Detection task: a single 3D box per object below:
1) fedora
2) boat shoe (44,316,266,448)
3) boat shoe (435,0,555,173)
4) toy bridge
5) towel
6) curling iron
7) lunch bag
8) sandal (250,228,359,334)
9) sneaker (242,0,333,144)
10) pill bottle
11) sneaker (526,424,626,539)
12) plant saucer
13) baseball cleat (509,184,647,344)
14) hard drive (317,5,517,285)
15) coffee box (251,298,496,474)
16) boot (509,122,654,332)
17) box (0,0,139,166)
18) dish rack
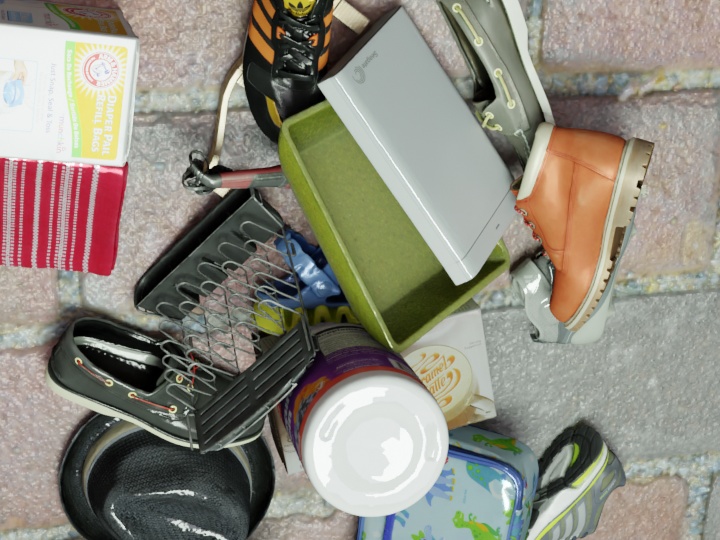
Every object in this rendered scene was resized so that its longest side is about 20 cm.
[{"bbox_3d":[-0.168,0.206,1.253,0.199,0.092,0.202,-6,113,-13],"label":"fedora"},{"bbox_3d":[-0.170,0.099,1.212,0.201,0.074,0.063,21,131,-17],"label":"boat shoe"},{"bbox_3d":[0.121,-0.157,1.193,0.060,0.072,0.203,-24,112,-6],"label":"boat shoe"},{"bbox_3d":[-0.079,-0.149,1.165,0.067,0.027,0.200,35,100,-23],"label":"toy bridge"},{"bbox_3d":[-0.289,-0.047,1.116,0.199,0.023,0.145,3,142,-16],"label":"towel"},{"bbox_3d":[-0.060,-0.086,1.164,0.199,0.050,0.026,-8,127,-34],"label":"curling iron"},{"bbox_3d":[0.074,0.243,1.314,0.160,0.082,0.201,16,111,17],"label":"lunch bag"},{"bbox_3d":[0.000,0.000,1.225,0.199,0.080,0.088,-9,111,-13],"label":"sandal"},{"bbox_3d":[-0.054,-0.196,1.094,0.070,0.090,0.201,5,99,-6],"label":"sneaker"},{"bbox_3d":[-0.008,0.106,1.108,0.111,0.200,0.112,-3,104,-12],"label":"pill bottle"},{"bbox_3d":[0.189,0.250,1.385,0.081,0.074,0.200,37,101,-29],"label":"sneaker"},{"bbox_3d":[0.021,-0.052,1.149,0.048,0.200,0.200,-22,98,40],"label":"plant saucer"},{"bbox_3d":[0.194,-0.021,1.271,0.106,0.070,0.201,-1,112,-15],"label":"baseball cleat"},{"bbox_3d":[0.056,-0.105,1.154,0.027,0.132,0.200,-22,110,40],"label":"hard drive"},{"bbox_3d":[0.012,0.095,1.263,0.199,0.080,0.115,-14,113,-9],"label":"coffee box"},{"bbox_3d":[0.176,-0.039,1.197,0.107,0.075,0.201,16,128,9],"label":"boot"},{"bbox_3d":[-0.276,-0.149,1.063,0.199,0.113,0.102,4,110,-17],"label":"box"},{"bbox_3d":[-0.109,0.043,1.134,0.054,0.201,0.153,31,117,-36],"label":"dish rack"}]
